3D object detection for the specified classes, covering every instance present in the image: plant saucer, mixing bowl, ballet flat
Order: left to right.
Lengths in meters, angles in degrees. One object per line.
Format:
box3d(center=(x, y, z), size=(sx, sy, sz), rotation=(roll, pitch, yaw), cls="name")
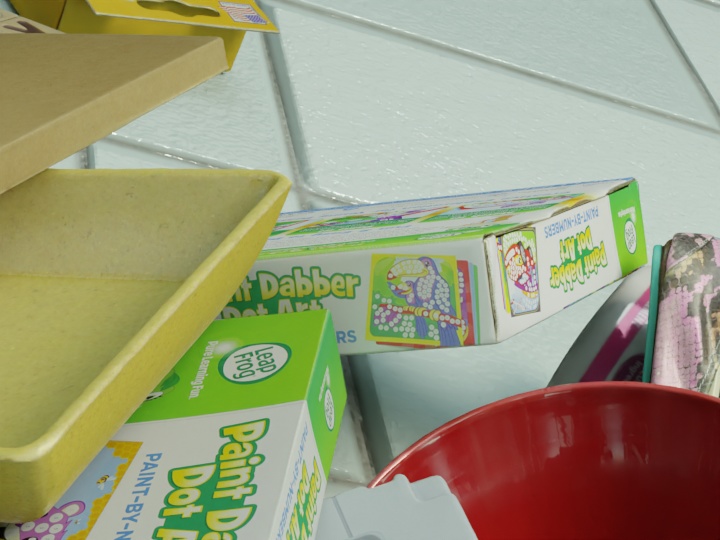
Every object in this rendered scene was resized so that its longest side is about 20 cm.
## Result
box3d(center=(-0.145, 0.026, 0.687), size=(0.199, 0.049, 0.200), rotation=(2, 28, 23), cls="plant saucer")
box3d(center=(0.091, 0.148, 0.711), size=(0.199, 0.109, 0.201), rotation=(-7, 42, 6), cls="mixing bowl")
box3d(center=(0.141, 0.082, 0.820), size=(0.071, 0.201, 0.069), rotation=(10, -13, 16), cls="ballet flat")

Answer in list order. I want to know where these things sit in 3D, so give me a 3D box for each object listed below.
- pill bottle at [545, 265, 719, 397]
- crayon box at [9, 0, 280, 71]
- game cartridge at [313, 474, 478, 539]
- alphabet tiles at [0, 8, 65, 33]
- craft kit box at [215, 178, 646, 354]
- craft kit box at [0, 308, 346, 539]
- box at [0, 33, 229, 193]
box3d(center=(0.185, 0.096, 0.902), size=(0.200, 0.114, 0.113), rotation=(34, 30, 14), cls="pill bottle")
box3d(center=(-0.149, -0.179, 1.155), size=(0.125, 0.052, 0.200), rotation=(1, 36, -37), cls="crayon box")
box3d(center=(-0.043, 0.145, 0.634), size=(0.199, 0.041, 0.134), rotation=(-17, 37, -8), cls="game cartridge")
box3d(center=(-0.238, -0.117, 0.989), size=(0.166, 0.008, 0.200), rotation=(21, 23, 15), cls="alphabet tiles")
box3d(center=(0.000, 0.000, 0.836), size=(0.199, 0.049, 0.197), rotation=(-5, 4, 26), cls="craft kit box")
box3d(center=(-0.113, 0.086, 0.659), size=(0.196, 0.049, 0.200), rotation=(-3, 28, 9), cls="craft kit box")
box3d(center=(-0.173, -0.065, 0.813), size=(0.163, 0.021, 0.200), rotation=(4, 22, 27), cls="box")
